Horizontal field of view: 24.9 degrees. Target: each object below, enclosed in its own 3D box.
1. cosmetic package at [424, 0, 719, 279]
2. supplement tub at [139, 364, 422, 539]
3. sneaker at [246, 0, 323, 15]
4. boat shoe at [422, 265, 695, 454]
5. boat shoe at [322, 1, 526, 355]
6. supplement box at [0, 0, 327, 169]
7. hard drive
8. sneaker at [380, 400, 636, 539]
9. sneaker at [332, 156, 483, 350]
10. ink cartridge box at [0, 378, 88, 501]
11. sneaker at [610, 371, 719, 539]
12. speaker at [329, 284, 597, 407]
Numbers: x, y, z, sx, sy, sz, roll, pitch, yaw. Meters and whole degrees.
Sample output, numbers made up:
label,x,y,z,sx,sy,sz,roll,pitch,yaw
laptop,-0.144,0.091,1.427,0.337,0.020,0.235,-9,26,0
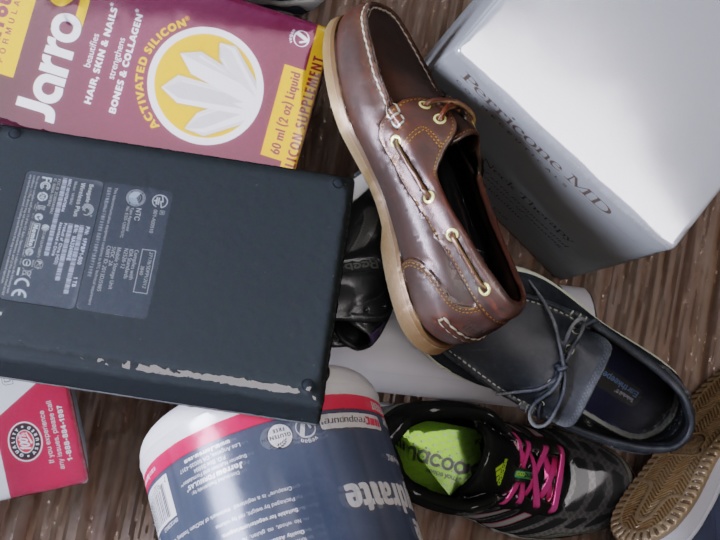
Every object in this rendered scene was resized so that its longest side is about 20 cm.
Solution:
label,x,y,z,sx,sy,sz,roll,pitch,yaw
cosmetic package,0.141,-0.116,0.981,0.167,0.200,0.167,42,79,-5
supplement tub,-0.032,0.165,0.879,0.139,0.141,0.202,-13,69,-12
sneaker,-0.102,-0.208,0.973,0.197,0.130,0.080,17,81,-10
boat shoe,0.115,0.053,0.946,0.199,0.062,0.075,27,98,-22
boat shoe,0.039,-0.059,0.886,0.070,0.070,0.202,-5,73,-48
supplement box,-0.127,-0.110,0.948,0.198,0.086,0.112,16,83,-10
hard drive,-0.108,-0.001,0.858,0.198,0.033,0.141,9,59,0
sneaker,0.084,0.124,1.007,0.198,0.087,0.075,14,83,-11
sneaker,0.000,0.000,0.938,0.199,0.076,0.088,-29,74,-21
ink cartridge box,-0.264,0.063,0.919,0.198,0.083,0.147,-12,104,-9
sneaker,0.243,0.144,1.051,0.200,0.070,0.109,-43,115,-29
speaker,0.040,0.039,1.009,0.198,0.081,0.082,7,84,-11
